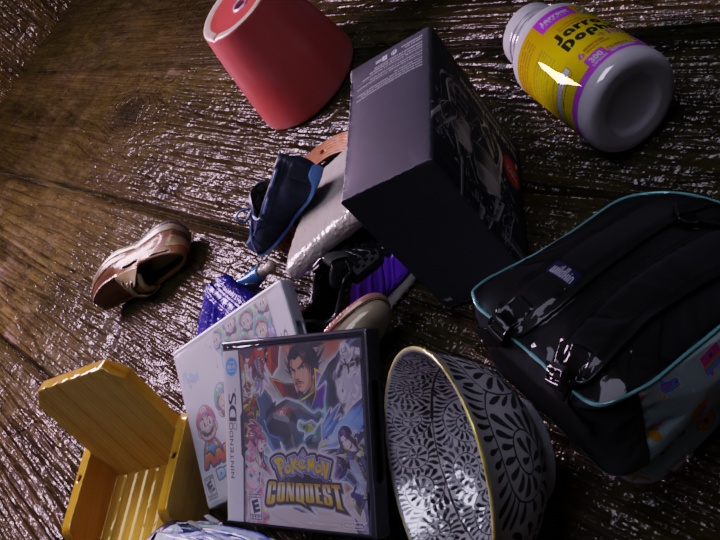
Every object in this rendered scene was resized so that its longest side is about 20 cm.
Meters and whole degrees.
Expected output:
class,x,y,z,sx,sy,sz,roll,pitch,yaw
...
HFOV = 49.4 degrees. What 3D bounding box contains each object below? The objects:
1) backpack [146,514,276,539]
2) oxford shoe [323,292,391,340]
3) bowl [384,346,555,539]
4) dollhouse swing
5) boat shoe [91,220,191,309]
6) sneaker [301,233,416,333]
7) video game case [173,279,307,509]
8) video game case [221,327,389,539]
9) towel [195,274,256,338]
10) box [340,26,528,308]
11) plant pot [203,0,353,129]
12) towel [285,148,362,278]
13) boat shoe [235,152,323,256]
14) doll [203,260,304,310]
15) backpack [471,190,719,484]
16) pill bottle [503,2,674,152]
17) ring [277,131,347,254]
class,x,y,z,sx,sy,sz,roll,pitch,yaw
backpack,-0.139,0.319,0.742,0.196,0.154,0.166,-2,61,27
oxford shoe,-0.019,0.120,0.829,0.074,0.070,0.202,40,102,47
bowl,0.097,0.156,0.636,0.092,0.204,0.202,-8,36,-18
dollhouse swing,-0.297,0.236,0.917,0.197,0.176,0.185,-18,48,32
boat shoe,-0.347,0.002,1.229,0.199,0.075,0.075,-36,44,18
sneaker,0.000,0.000,0.871,0.069,0.099,0.202,27,81,48
video game case,-0.119,0.136,0.838,0.198,0.023,0.185,-32,67,34
video game case,-0.060,0.155,0.757,0.197,0.025,0.185,-9,81,39
towel,-0.141,0.106,0.920,0.199,0.049,0.151,32,109,48
box,0.081,-0.099,0.794,0.103,0.200,0.185,-20,48,30
plant pot,-0.135,-0.354,1.219,0.198,0.177,0.204,-24,45,27
towel,-0.028,-0.084,0.946,0.132,0.034,0.202,-39,24,32
boat shoe,-0.110,-0.092,1.000,0.200,0.068,0.085,-48,20,47
doll,-0.139,0.052,1.005,0.198,0.048,0.139,15,84,49
backpack,0.210,0.041,0.588,0.199,0.154,0.176,-39,35,-7
pill bottle,0.226,-0.213,0.816,0.104,0.104,0.201,-42,40,9
ring,-0.042,-0.103,1.060,0.198,0.019,0.204,-25,47,29
